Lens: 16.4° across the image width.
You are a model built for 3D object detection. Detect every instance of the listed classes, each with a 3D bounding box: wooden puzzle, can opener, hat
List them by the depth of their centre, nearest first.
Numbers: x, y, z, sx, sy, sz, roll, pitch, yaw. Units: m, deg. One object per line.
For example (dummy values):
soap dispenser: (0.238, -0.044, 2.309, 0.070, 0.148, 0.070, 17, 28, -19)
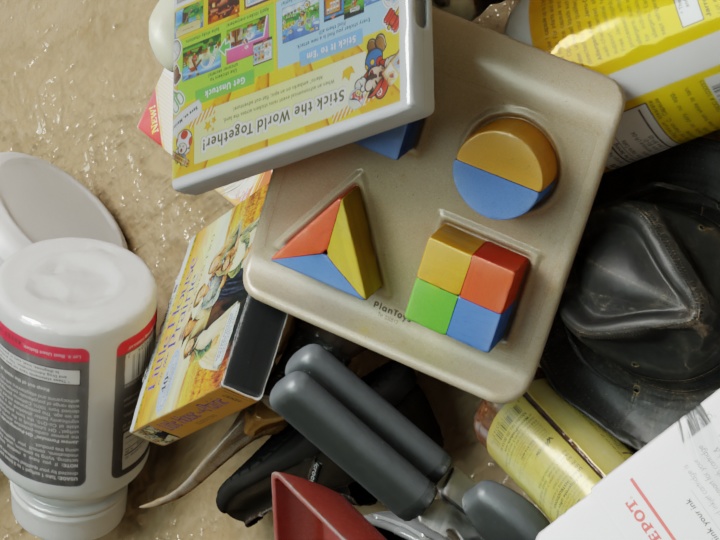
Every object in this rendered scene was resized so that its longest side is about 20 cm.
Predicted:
wooden puzzle: (0.034, -0.042, 1.411, 0.185, 0.046, 0.200, 23, 111, 14)
hat: (0.169, 0.009, 1.419, 0.201, 0.081, 0.201, -8, 75, 30)
can opener: (0.037, 0.115, 1.474, 0.066, 0.200, 0.053, -46, 9, 40)

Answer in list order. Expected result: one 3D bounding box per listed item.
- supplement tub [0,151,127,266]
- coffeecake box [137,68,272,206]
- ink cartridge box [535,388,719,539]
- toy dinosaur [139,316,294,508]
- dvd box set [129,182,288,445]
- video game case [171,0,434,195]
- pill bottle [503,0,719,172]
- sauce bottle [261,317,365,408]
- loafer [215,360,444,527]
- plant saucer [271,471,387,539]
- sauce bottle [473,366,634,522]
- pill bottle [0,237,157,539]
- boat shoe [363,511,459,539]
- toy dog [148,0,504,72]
supplement tub: (-0.274, 0.025, 1.812, 0.200, 0.140, 0.140, -47, 53, 26)
coffeecake box: (-0.041, -0.114, 1.670, 0.200, 0.073, 0.154, 38, 107, 41)
ink cartridge box: (0.208, 0.132, 1.342, 0.200, 0.068, 0.116, -38, 63, 9)
toy dinosaur: (-0.063, 0.091, 1.611, 0.200, 0.106, 0.060, -44, 74, -7)
dvd box set: (-0.086, 0.026, 1.576, 0.200, 0.029, 0.146, -28, 43, 66)
video game case: (-0.036, -0.151, 1.403, 0.200, 0.023, 0.182, -16, 69, 44)
pill bottle: (0.153, -0.120, 1.433, 0.200, 0.113, 0.113, -22, 66, 21)
sauce bottle: (0.000, 0.000, 1.539, 0.065, 0.065, 0.200, 16, 71, 44)
loafer: (-0.020, 0.128, 1.598, 0.071, 0.073, 0.200, 51, 138, -5)
plant saucer: (0.018, 0.239, 1.509, 0.200, 0.037, 0.200, 40, 144, 40)
sauce bottle: (0.144, 0.137, 1.450, 0.066, 0.066, 0.200, -57, 49, 19)
pill bottle: (-0.197, 0.086, 1.710, 0.111, 0.111, 0.200, 42, 139, 40)
boat shoe: (0.063, 0.203, 1.509, 0.200, 0.069, 0.072, 42, 110, 40)
toy dog: (0.007, -0.172, 1.511, 0.200, 0.140, 0.194, -17, 34, 44)
